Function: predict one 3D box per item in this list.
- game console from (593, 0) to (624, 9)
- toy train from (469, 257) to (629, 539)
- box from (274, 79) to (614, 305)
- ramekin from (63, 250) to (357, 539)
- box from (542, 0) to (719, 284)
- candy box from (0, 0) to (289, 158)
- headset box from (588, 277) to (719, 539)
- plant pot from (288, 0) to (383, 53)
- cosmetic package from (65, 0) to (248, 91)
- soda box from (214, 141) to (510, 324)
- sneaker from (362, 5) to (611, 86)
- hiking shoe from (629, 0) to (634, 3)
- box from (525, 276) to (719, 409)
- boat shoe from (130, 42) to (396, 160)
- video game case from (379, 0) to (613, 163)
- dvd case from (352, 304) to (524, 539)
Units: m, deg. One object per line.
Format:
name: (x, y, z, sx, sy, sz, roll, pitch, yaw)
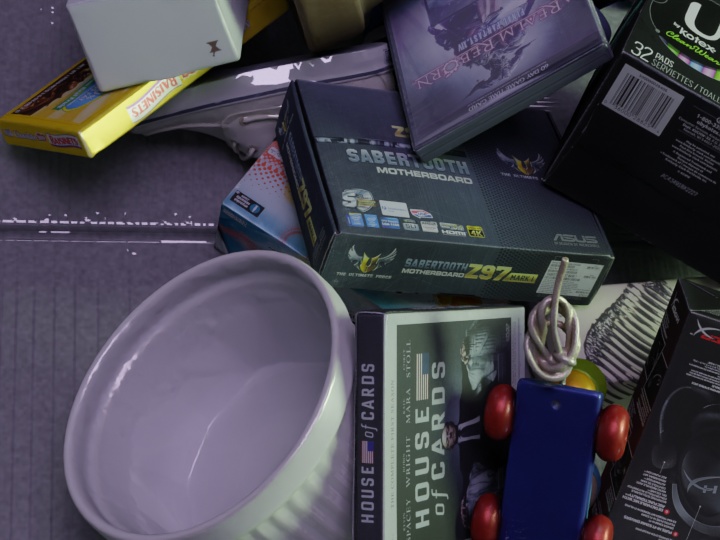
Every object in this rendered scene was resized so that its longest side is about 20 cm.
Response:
game console: (0.158, -0.300, 1.274, 0.118, 0.170, 0.200, 35, 55, -30)
toy train: (0.128, 0.079, 1.045, 0.084, 0.116, 0.201, 9, 105, 14)
box: (0.053, -0.053, 1.140, 0.199, 0.051, 0.158, 6, 41, -20)
ramekin: (-0.070, 0.099, 1.032, 0.200, 0.105, 0.201, -21, 45, 23)
box: (0.237, -0.119, 1.166, 0.148, 0.124, 0.200, 30, 42, 2)
candy box: (-0.151, -0.145, 1.194, 0.102, 0.026, 0.200, 13, 45, 43)
headset box: (0.240, 0.126, 1.086, 0.148, 0.201, 0.077, 17, 18, 0)
plant pot: (0.012, -0.270, 1.169, 0.174, 0.200, 0.201, -19, 66, -1)
cosmetic package: (-0.134, -0.213, 1.188, 0.101, 0.071, 0.200, -12, 35, 9)
soda box: (0.000, 0.000, 1.165, 0.200, 0.064, 0.068, 33, 61, 9)
sneaker: (0.086, -0.161, 1.230, 0.200, 0.074, 0.082, 4, 59, 35)
hiking shoe: (0.300, -0.265, 1.339, 0.200, 0.101, 0.076, -20, 69, -19)
box: (0.221, 0.054, 1.171, 0.199, 0.068, 0.082, -6, 57, -13)
boat shoe: (-0.071, -0.110, 1.206, 0.199, 0.071, 0.070, -11, 102, 0)
video game case: (0.085, -0.174, 1.158, 0.143, 0.019, 0.200, -29, 40, 17)
dvd case: (0.052, 0.097, 1.037, 0.025, 0.200, 0.151, 0, 90, 28)
